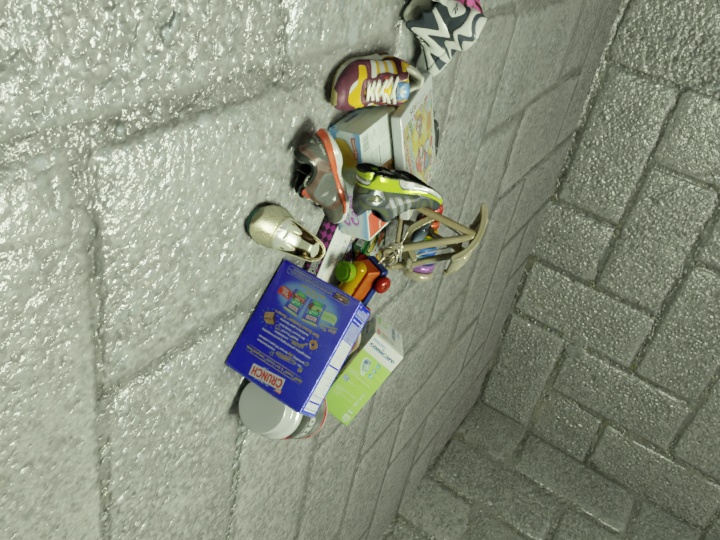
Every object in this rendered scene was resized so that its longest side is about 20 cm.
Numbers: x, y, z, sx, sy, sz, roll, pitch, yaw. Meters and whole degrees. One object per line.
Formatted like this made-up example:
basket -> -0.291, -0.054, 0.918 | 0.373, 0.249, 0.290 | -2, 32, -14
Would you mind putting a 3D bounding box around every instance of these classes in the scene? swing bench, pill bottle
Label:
swing bench -> 0.152, -0.065, 1.391 | 0.199, 0.195, 0.133 | 69, 30, -80
pill bottle -> -0.144, 0.260, 1.271 | 0.116, 0.112, 0.200 | -62, 159, -3

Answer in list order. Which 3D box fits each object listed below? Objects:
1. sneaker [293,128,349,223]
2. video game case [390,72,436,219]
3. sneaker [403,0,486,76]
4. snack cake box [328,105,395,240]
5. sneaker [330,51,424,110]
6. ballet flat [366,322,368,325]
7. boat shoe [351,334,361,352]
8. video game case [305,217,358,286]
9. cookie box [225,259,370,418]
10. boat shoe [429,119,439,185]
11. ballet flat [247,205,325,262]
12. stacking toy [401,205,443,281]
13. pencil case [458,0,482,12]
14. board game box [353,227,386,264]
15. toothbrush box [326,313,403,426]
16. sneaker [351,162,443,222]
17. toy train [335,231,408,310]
sneaker -> -0.071, -0.142, 1.082 | 0.081, 0.078, 0.202 | -27, 147, -12
video game case -> 0.101, -0.227, 1.229 | 0.183, 0.022, 0.203 | -59, 151, -45
sneaker -> 0.119, -0.424, 1.181 | 0.081, 0.128, 0.199 | -60, -164, -9
snack cake box -> 0.012, -0.171, 1.166 | 0.115, 0.066, 0.204 | -45, 140, -42
sneaker -> 0.031, -0.300, 1.081 | 0.200, 0.089, 0.076 | -42, 151, -45
ballet flat -> 0.023, 0.161, 1.607 | 0.069, 0.074, 0.199 | -65, 159, 7
boat shoe -> -0.055, 0.158, 1.384 | 0.071, 0.076, 0.202 | -32, 159, -35
video game case -> -0.050, -0.009, 1.295 | 0.204, 0.035, 0.181 | -67, 159, 7
cookie box -> -0.104, 0.112, 1.125 | 0.203, 0.169, 0.075 | -60, 155, -8
boat shoe -> 0.132, -0.230, 1.443 | 0.066, 0.069, 0.204 | -36, 138, -47
ballet flat -> -0.108, -0.055, 1.071 | 0.069, 0.061, 0.199 | -64, 159, 2
stacking toy -> 0.162, -0.080, 1.664 | 0.085, 0.084, 0.204 | -26, 134, -57
pencil case -> 0.166, -0.505, 1.173 | 0.094, 0.091, 0.200 | -47, 155, -5
board game box -> 0.018, -0.017, 1.377 | 0.105, 0.023, 0.202 | -51, 158, -31
toothbrush box -> 0.002, 0.214, 1.472 | 0.201, 0.086, 0.146 | -50, -174, 12
sneaker -> 0.058, -0.122, 1.128 | 0.197, 0.074, 0.082 | 8, 115, -40
toy train -> 0.000, 0.000, 1.232 | 0.115, 0.085, 0.202 | 7, 122, -53
